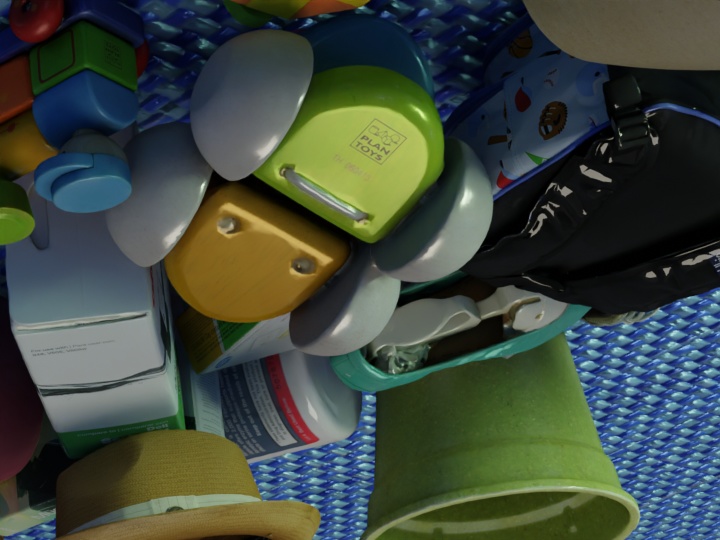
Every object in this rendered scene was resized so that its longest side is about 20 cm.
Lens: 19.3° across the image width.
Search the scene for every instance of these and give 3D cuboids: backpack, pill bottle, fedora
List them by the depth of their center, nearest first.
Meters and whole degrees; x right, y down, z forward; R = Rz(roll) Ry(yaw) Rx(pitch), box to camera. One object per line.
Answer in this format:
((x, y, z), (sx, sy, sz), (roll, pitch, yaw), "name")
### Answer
((0.137, -0.068, 1.204), (0.199, 0.155, 0.190), (24, 133, -38), "backpack")
((-0.127, 0.154, 1.331), (0.199, 0.082, 0.201), (-13, 156, -6), "fedora")
((-0.110, 0.084, 1.484), (0.198, 0.121, 0.120), (-16, 153, 18), "pill bottle")

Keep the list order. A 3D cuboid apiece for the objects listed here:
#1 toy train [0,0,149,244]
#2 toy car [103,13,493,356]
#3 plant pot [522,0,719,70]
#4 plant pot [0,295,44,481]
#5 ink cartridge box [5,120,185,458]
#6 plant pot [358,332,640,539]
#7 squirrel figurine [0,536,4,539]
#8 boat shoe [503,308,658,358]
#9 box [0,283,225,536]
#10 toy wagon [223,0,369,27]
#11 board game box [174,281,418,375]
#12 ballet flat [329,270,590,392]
((-0.203, -0.064, 1.151), (0.199, 0.117, 0.084), (-24, 150, 30), "toy train")
((-0.030, -0.063, 1.163), (0.174, 0.151, 0.200), (30, 133, -22), "toy car")
((0.168, -0.169, 0.997), (0.186, 0.189, 0.199), (9, 163, -32), "plant pot")
((-0.312, 0.084, 1.367), (0.178, 0.202, 0.200), (-5, 160, -43), "plant pot")
((-0.160, 0.008, 1.279), (0.082, 0.148, 0.200), (-7, 156, -2), "ink cartridge box")
((0.086, 0.104, 1.505), (0.198, 0.186, 0.201), (-6, 156, -3), "plant pot")
((-0.321, 0.184, 1.620), (0.199, 0.143, 0.186), (-18, 159, 26), "squirrel figurine")
((0.154, 0.020, 1.460), (0.201, 0.065, 0.074), (-4, 159, -47), "boat shoe")
((-0.183, 0.083, 1.430), (0.199, 0.146, 0.036), (-24, 151, 29), "box")
((-0.058, -0.182, 1.037), (0.199, 0.040, 0.155), (13, 147, -37), "toy wagon")
((0.000, 0.000, 1.356), (0.199, 0.041, 0.153), (-14, 163, -40), "board game box")
((0.075, 0.026, 1.344), (0.198, 0.068, 0.070), (-21, 176, -8), "ballet flat")
